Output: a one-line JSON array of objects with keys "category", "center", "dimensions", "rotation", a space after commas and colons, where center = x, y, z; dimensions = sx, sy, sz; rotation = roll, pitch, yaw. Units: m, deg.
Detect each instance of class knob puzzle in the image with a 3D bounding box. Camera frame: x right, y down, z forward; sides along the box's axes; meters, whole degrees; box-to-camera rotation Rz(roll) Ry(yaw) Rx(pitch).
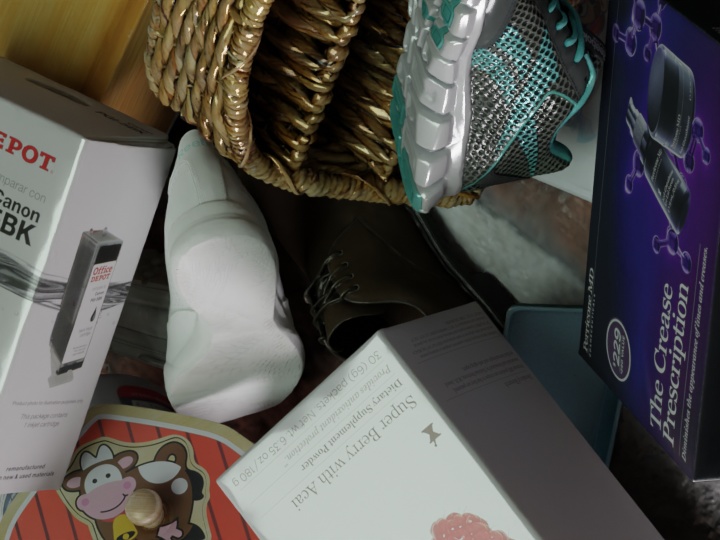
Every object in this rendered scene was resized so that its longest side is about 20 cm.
[{"category": "knob puzzle", "center": [-0.115, 0.154, 1.364], "dimensions": [0.220, 0.220, 0.030], "rotation": [30, 166, 26]}]

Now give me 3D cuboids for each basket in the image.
[{"category": "basket", "center": [0.001, -0.126, 1.241], "dimensions": [0.149, 0.143, 0.200], "rotation": [42, 129, 20]}]

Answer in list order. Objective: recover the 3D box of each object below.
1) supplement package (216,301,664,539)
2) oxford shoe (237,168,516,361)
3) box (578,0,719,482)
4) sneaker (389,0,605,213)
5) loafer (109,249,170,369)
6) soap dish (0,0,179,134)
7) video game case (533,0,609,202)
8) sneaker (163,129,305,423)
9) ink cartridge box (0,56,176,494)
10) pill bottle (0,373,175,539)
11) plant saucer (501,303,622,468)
[{"category": "supplement package", "center": [0.054, 0.133, 1.251], "dimensions": [0.121, 0.120, 0.200], "rotation": [-43, 78, 23]}, {"category": "oxford shoe", "center": [0.000, 0.000, 1.363], "dimensions": [0.200, 0.084, 0.073], "rotation": [42, 130, 21]}, {"category": "box", "center": [0.164, -0.026, 1.184], "dimensions": [0.141, 0.079, 0.200], "rotation": [-124, 33, -62]}, {"category": "sneaker", "center": [0.069, -0.109, 1.186], "dimensions": [0.200, 0.091, 0.078], "rotation": [101, 160, -52]}, {"category": "loafer", "center": [-0.165, 0.018, 1.480], "dimensions": [0.200, 0.070, 0.070], "rotation": [13, 117, 12]}, {"category": "soap dish", "center": [-0.150, -0.159, 1.421], "dimensions": [0.157, 0.081, 0.200], "rotation": [43, 127, 18]}, {"category": "video game case", "center": [0.056, -0.149, 1.298], "dimensions": [0.200, 0.024, 0.182], "rotation": [24, 121, 29]}, {"category": "sneaker", "center": [-0.074, 0.004, 1.389], "dimensions": [0.200, 0.075, 0.089], "rotation": [94, 163, -55]}, {"category": "ink cartridge box", "center": [-0.202, -0.002, 1.373], "dimensions": [0.147, 0.083, 0.200], "rotation": [25, 102, 29]}, {"category": "pill bottle", "center": [-0.127, 0.165, 1.453], "dimensions": [0.120, 0.119, 0.200], "rotation": [-65, 36, 35]}, {"category": "plant saucer", "center": [0.092, 0.103, 1.348], "dimensions": [0.019, 0.070, 0.200], "rotation": [-112, 27, -61]}]
